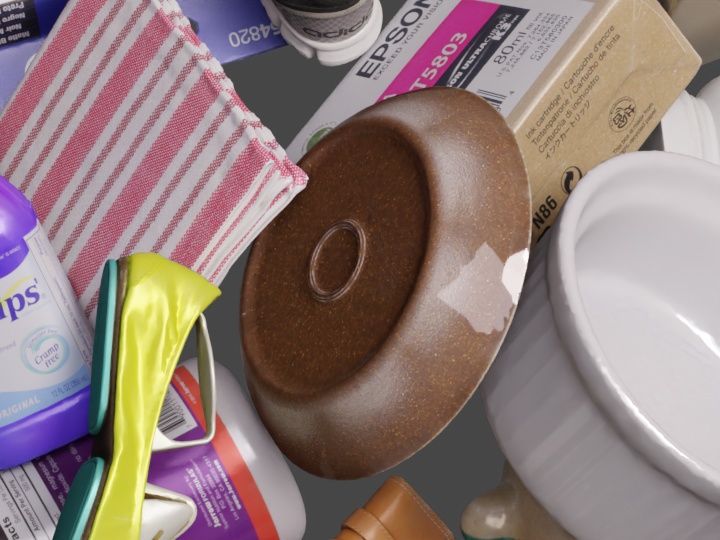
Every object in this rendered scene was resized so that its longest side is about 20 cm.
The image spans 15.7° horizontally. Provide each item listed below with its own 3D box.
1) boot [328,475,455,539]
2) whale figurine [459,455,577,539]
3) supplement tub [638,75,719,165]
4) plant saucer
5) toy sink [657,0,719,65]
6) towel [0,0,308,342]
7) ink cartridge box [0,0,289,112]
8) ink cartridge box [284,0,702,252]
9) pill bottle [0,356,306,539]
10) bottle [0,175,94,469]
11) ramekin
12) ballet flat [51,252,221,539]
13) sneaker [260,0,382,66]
[{"bbox_3d":[-0.026,0.164,1.303,0.074,0.200,0.155,32,79,41],"label":"boot"},{"bbox_3d":[0.129,0.148,1.316,0.159,0.200,0.104,3,118,11],"label":"whale figurine"},{"bbox_3d":[0.247,-0.033,1.381,0.200,0.144,0.145,1,77,-5],"label":"supplement tub"},{"bbox_3d":[0.000,0.000,1.250,0.037,0.200,0.201,22,73,-37],"label":"plant saucer"},{"bbox_3d":[0.189,-0.191,1.384,0.130,0.200,0.112,-22,80,-9],"label":"toy sink"},{"bbox_3d":[-0.116,-0.058,1.342,0.146,0.030,0.200,-52,51,22],"label":"towel"},{"bbox_3d":[-0.137,-0.201,1.439,0.199,0.041,0.200,-18,79,-9],"label":"ink cartridge box"},{"bbox_3d":[0.055,-0.068,1.358,0.200,0.165,0.075,-52,125,-14],"label":"ink cartridge box"},{"bbox_3d":[-0.135,0.135,1.325,0.200,0.112,0.112,-29,81,-10],"label":"pill bottle"},{"bbox_3d":[-0.193,-0.003,1.279,0.083,0.065,0.200,-24,107,-1],"label":"bottle"},{"bbox_3d":[0.152,0.050,1.242,0.200,0.098,0.201,21,46,-24],"label":"ramekin"},{"bbox_3d":[-0.107,0.090,1.247,0.067,0.067,0.200,13,78,-14],"label":"ballet flat"},{"bbox_3d":[-0.052,-0.205,1.383,0.074,0.087,0.200,-32,81,-13],"label":"sneaker"}]
